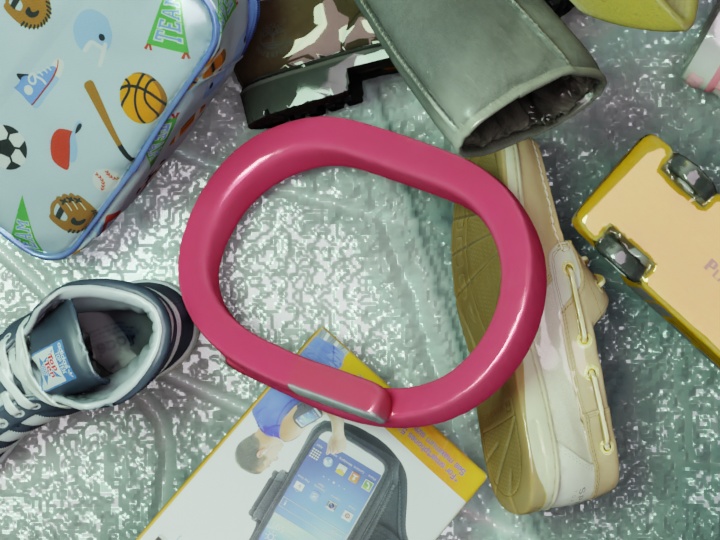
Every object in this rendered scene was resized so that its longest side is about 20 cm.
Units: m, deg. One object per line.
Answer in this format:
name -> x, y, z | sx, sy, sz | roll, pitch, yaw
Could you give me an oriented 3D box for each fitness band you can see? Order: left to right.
fitness band -> 0.000, 0.000, 1.234 | 0.199, 0.037, 0.144 | 21, 77, 29

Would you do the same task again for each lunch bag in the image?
lunch bag -> -0.152, -0.117, 1.223 | 0.160, 0.076, 0.200 | 39, 119, 2

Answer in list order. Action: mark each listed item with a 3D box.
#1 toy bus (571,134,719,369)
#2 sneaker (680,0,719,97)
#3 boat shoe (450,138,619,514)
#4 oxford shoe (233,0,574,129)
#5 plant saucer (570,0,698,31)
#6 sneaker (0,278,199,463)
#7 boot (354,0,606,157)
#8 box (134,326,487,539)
toy bus -> 0.199, 0.019, 1.256 | 0.200, 0.078, 0.065 | 42, 91, 0
sneaker -> 0.256, -0.163, 1.257 | 0.104, 0.075, 0.201 | 29, 98, 4
boat shoe -> 0.095, 0.024, 1.265 | 0.069, 0.074, 0.202 | -2, 82, -23
oxford shoe -> 0.026, -0.142, 1.260 | 0.198, 0.073, 0.085 | -16, 84, -2
plant saucer -> 0.088, -0.218, 1.198 | 0.048, 0.201, 0.200 | -36, 109, 30
sneaker -> -0.178, 0.059, 1.240 | 0.199, 0.109, 0.071 | -26, 90, 0
boot -> 0.052, -0.159, 1.198 | 0.181, 0.073, 0.200 | -31, 62, -31
box -> -0.042, 0.142, 1.252 | 0.119, 0.041, 0.200 | 41, 73, -1
